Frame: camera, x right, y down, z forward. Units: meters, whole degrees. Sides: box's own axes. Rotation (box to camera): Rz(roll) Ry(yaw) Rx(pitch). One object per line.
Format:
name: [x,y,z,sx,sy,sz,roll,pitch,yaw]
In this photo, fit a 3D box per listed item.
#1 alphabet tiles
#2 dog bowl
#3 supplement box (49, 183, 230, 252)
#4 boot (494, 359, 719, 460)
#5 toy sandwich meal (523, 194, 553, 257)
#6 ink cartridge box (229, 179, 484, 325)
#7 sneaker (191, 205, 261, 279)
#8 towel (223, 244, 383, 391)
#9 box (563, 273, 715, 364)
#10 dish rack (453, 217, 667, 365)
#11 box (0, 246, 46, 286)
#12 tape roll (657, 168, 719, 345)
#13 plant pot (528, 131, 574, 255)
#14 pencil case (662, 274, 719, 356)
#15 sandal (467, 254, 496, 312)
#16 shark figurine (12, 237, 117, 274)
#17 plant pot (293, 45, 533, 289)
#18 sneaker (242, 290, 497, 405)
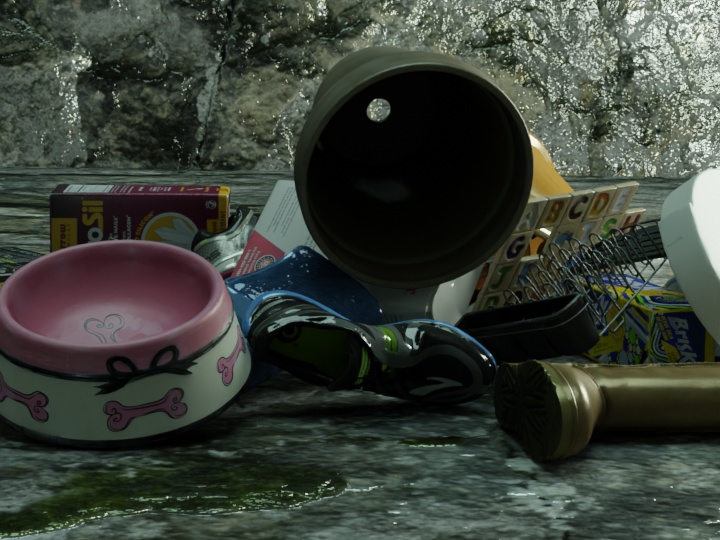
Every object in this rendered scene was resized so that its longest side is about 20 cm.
alphabet tiles: [0.184,-0.005,1.555,0.200,0.167,0.008,-10,42,-43]
dog bowl: [-0.180,0.045,1.229,0.200,0.074,0.200,-1,28,1]
supplement box: [-0.247,-0.038,1.893,0.199,0.111,0.086,0,9,-4]
boot: [0.210,0.093,1.204,0.199,0.066,0.175,1,8,-9]
toy sandwich meal: [0.121,-0.053,1.621,0.205,0.070,0.205,30,10,-6]
ink cartridge box: [0.000,0.000,1.521,0.200,0.084,0.145,5,50,24]
sneaker: [-0.102,-0.036,1.835,0.200,0.074,0.087,-23,59,-33]
towel: [-0.085,0.044,1.364,0.200,0.049,0.112,-21,40,-37]
box: [0.243,0.050,1.485,0.064,0.070,0.200,-2,9,-14]
dish rack: [0.190,0.008,1.449,0.200,0.055,0.153,-43,18,-32]
box: [-0.391,0.011,1.769,0.160,0.044,0.200,-6,11,-39]
tape roll: [0.333,0.005,1.419,0.037,0.203,0.203,-37,-16,34]
plant pot: [0.160,-0.055,1.858,0.200,0.201,0.183,-4,24,-31]
pencil case: [0.364,0.034,1.542,0.200,0.091,0.083,-5,45,-36]
sandal: [0.143,0.022,1.680,0.206,0.059,0.079,3,-22,-45]
shark figurine: [-0.254,0.014,1.622,0.214,0.090,0.128,-2,7,-33]
plant pot: [0.032,-0.109,1.441,0.199,0.200,0.174,0,25,-11]
sneaker: [0.006,0.071,1.282,0.199,0.071,0.083,14,22,-9]
